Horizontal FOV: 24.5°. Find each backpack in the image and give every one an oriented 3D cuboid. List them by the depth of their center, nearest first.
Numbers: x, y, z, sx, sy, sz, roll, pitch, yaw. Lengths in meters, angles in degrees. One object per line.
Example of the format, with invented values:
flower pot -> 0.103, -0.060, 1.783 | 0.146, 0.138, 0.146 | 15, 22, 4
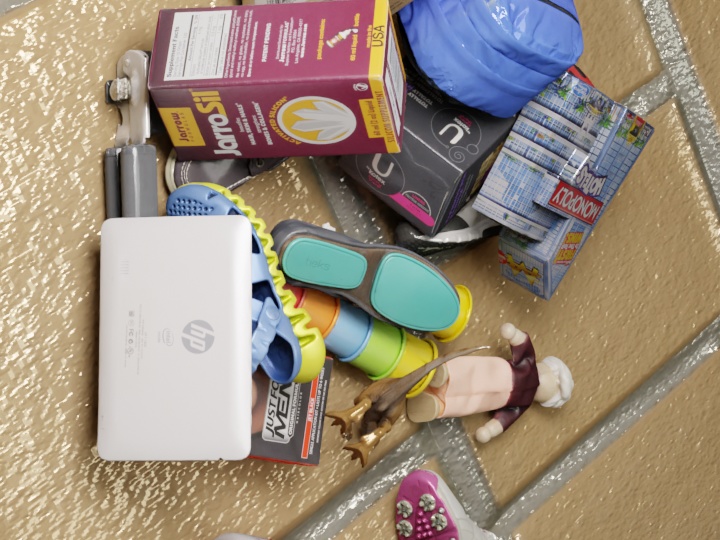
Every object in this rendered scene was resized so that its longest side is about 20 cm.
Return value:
backpack -> 0.109, -0.249, 1.450 | 0.162, 0.168, 0.201 | 12, 53, -41

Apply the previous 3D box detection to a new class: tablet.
tablet -> -0.153, 0.055, 1.367 | 0.129, 0.014, 0.202 | -1, 84, 7

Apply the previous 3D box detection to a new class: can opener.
can opener -> -0.186, -0.091, 1.420 | 0.066, 0.052, 0.202 | 3, 87, -36

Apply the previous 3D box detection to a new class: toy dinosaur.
toy dinosaur -> 0.024, 0.115, 1.500 | 0.060, 0.200, 0.106 | 46, 57, -1

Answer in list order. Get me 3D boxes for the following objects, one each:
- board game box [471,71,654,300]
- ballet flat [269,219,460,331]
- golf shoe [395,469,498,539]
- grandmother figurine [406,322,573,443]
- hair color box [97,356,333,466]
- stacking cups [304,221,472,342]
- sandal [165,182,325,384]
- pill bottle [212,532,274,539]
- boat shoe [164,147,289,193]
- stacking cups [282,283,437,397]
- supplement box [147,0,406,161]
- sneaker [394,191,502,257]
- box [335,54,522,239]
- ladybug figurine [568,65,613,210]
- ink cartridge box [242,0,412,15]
board game box -> 0.185, -0.076, 1.579 | 0.201, 0.061, 0.200 | -64, 155, 6
ballet flat -> 0.000, 0.000, 1.492 | 0.199, 0.073, 0.074 | 19, 77, -29
golf shoe -> 0.096, 0.274, 1.625 | 0.091, 0.075, 0.201 | -40, 115, -48
grandmother figurine -> 0.140, 0.111, 1.666 | 0.199, 0.060, 0.122 | 4, 113, -40
hair color box -> -0.124, 0.110, 1.456 | 0.199, 0.061, 0.102 | 12, 82, -36
stacking cups -> 0.012, 0.011, 1.573 | 0.199, 0.060, 0.061 | 22, 75, -31
sandal -> -0.109, 0.015, 1.408 | 0.087, 0.079, 0.201 | -25, 79, -44
pill bottle -> -0.048, 0.304, 1.476 | 0.199, 0.112, 0.113 | 18, 78, -36
boat shoe -> -0.089, -0.126, 1.488 | 0.200, 0.065, 0.072 | -37, 113, -31
stacking cups -> -0.022, 0.056, 1.534 | 0.199, 0.060, 0.061 | 26, 73, -30
supplement box -> -0.068, -0.159, 1.401 | 0.111, 0.198, 0.086 | 72, 20, -57
sneaker -> 0.095, -0.062, 1.625 | 0.199, 0.073, 0.081 | -19, 94, -51
box -> 0.088, -0.148, 1.560 | 0.122, 0.106, 0.200 | 38, 53, 11
ladybug figurine -> 0.212, -0.139, 1.709 | 0.136, 0.072, 0.201 | -38, 110, -40
ink cartridge box -> -0.026, -0.287, 1.440 | 0.075, 0.200, 0.166 | 7, 69, -34
